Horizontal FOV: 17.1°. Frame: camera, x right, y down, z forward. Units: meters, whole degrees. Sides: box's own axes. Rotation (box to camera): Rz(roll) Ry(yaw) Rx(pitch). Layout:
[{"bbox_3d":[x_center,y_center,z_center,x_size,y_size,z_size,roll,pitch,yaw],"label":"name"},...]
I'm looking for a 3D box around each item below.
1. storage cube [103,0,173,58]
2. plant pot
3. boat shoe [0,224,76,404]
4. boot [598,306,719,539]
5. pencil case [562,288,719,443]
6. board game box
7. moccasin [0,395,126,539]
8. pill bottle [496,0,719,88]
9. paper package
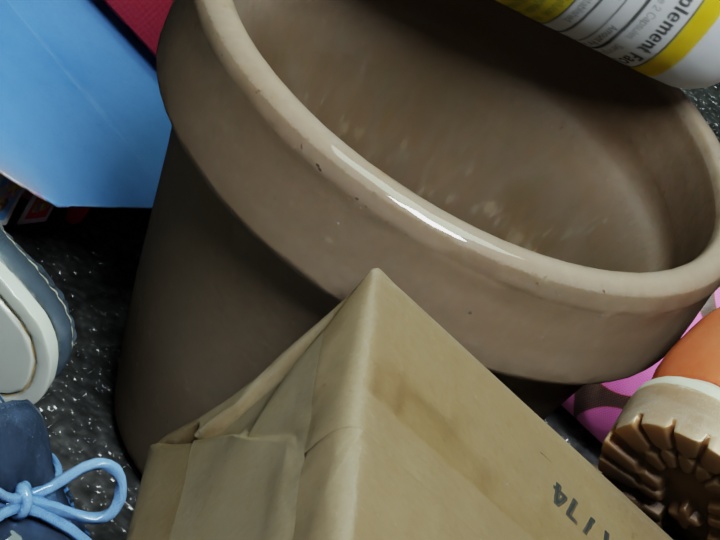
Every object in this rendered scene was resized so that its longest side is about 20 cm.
[{"bbox_3d":[0.004,-0.149,0.987,0.180,0.171,0.200,47,23,15],"label":"storage cube"},{"bbox_3d":[0.000,0.000,0.800,0.199,0.175,0.201,23,33,-16],"label":"plant pot"},{"bbox_3d":[-0.166,-0.026,0.790,0.199,0.075,0.062,29,32,20],"label":"boat shoe"},{"bbox_3d":[0.126,0.072,0.785,0.075,0.200,0.107,26,58,16],"label":"boot"},{"bbox_3d":[0.107,0.012,0.960,0.200,0.094,0.091,41,32,16],"label":"pencil case"},{"bbox_3d":[-0.124,-0.064,0.913,0.158,0.039,0.200,49,25,23],"label":"board game box"},{"bbox_3d":[-0.124,0.064,0.702,0.200,0.068,0.080,45,33,19],"label":"moccasin"},{"bbox_3d":[0.090,-0.127,0.786,0.199,0.112,0.112,25,31,-12],"label":"pill bottle"},{"bbox_3d":[0.031,0.135,0.657,0.200,0.103,0.191,41,28,-20],"label":"paper package"}]
